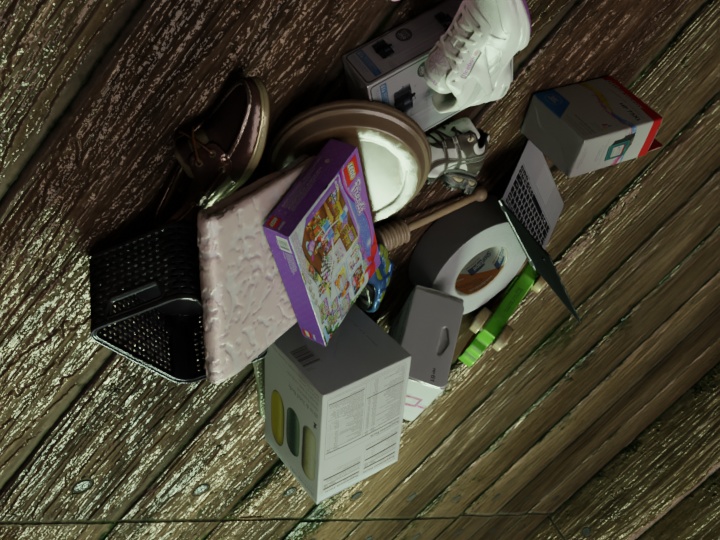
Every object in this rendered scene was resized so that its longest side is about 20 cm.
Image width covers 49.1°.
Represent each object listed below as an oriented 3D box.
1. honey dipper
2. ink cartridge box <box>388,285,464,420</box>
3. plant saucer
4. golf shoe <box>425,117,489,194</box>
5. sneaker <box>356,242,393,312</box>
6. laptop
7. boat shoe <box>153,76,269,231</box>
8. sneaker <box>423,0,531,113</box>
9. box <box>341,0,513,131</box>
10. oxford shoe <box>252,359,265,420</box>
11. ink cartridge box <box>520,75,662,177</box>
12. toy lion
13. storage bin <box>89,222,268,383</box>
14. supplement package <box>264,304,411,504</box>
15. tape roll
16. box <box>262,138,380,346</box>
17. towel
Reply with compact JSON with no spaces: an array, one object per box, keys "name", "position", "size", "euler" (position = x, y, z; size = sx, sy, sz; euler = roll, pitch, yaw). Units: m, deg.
[{"name":"honey dipper","position":[0.107,-0.078,1.149],"size":[0.197,0.038,0.038],"euler":[-24,145,-22]},{"name":"ink cartridge box","position":[0.084,0.132,1.224],"size":[0.083,0.147,0.201],"euler":[18,155,-4]},{"name":"plant saucer","position":[-0.012,-0.115,0.925],"size":[0.195,0.030,0.202],"euler":[-3,145,-2]},{"name":"golf shoe","position":[0.099,-0.162,1.018],"size":[0.198,0.078,0.096],"euler":[1,124,-54]},{"name":"sneaker","position":[0.000,0.000,1.121],"size":[0.200,0.081,0.072],"euler":[73,39,-69]},{"name":"laptop","position":[0.288,-0.064,1.164],"size":[0.203,0.114,0.188],"euler":[-62,141,-19]},{"name":"boat shoe","position":[-0.162,-0.117,0.827],"size":[0.071,0.073,0.201],"euler":[1,137,-44]},{"name":"sneaker","position":[0.117,-0.229,0.815],"size":[0.098,0.076,0.201],"euler":[-24,156,-10]},{"name":"box","position":[0.083,-0.235,0.918],"size":[0.198,0.060,0.118],"euler":[-30,146,-11]},{"name":"oxford shoe","position":[-0.125,0.135,1.176],"size":[0.073,0.058,0.204],"euler":[3,122,-5]},{"name":"ink cartridge box","position":[0.345,-0.214,1.136],"size":[0.197,0.117,0.068],"euler":[-19,143,-27]},{"name":"toy lion","position":[0.247,0.080,1.412],"size":[0.201,0.068,0.192],"euler":[-53,173,-12]},{"name":"storage bin","position":[-0.206,0.044,0.913],"size":[0.133,0.096,0.200],"euler":[-19,151,13]},{"name":"supplement package","position":[-0.038,0.182,1.116],"size":[0.149,0.151,0.204],"euler":[-20,130,-32]},{"name":"tape roll","position":[0.174,-0.020,1.255],"size":[0.197,0.066,0.202],"euler":[-24,143,-19]},{"name":"box","position":[-0.037,-0.027,0.896],"size":[0.138,0.038,0.202],"euler":[-55,151,-29]},{"name":"towel","position":[-0.106,-0.006,0.854],"size":[0.191,0.032,0.204],"euler":[-40,141,-47]}]
